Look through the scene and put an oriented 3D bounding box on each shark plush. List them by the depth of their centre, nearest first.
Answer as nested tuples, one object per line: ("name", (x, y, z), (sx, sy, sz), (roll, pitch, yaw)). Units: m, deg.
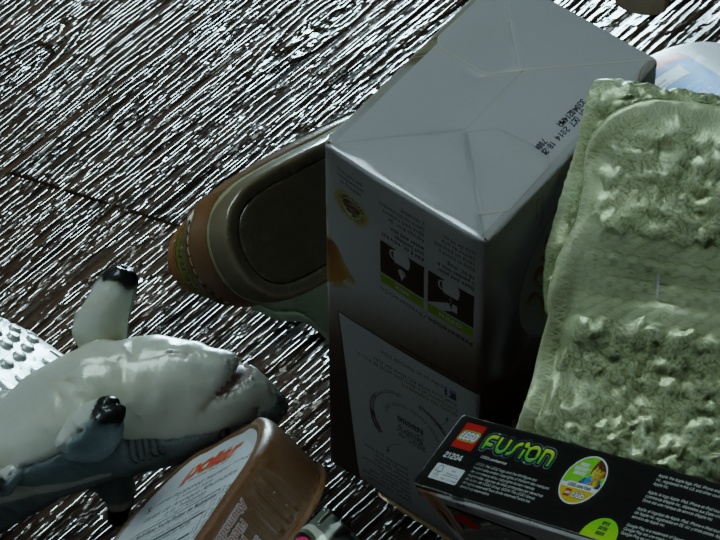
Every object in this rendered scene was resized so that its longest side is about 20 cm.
("shark plush", (-0.127, 0.093, 1.309), (0.200, 0.083, 0.091), (-43, 32, 21))

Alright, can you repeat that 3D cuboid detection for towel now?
("towel", (0.162, 0.017, 1.049), (0.199, 0.149, 0.036), (10, 1, 7))

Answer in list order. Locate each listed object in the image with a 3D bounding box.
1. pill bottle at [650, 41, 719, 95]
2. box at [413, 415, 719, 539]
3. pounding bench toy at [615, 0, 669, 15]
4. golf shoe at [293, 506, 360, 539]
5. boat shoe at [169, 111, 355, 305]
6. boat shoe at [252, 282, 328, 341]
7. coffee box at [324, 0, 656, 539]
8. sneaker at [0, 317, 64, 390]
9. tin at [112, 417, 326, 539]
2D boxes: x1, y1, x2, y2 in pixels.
("pill bottle", (0.170, -0.015, 1.172), (0.112, 0.113, 0.200), (-32, 25, -6))
("box", (0.116, 0.112, 1.013), (0.200, 0.110, 0.035), (13, 59, 51))
("pounding bench toy", (0.194, -0.222, 1.460), (0.199, 0.156, 0.124), (-17, 29, 21))
("golf shoe", (0.012, 0.163, 1.087), (0.088, 0.077, 0.200), (-49, 24, -4))
("boat shoe", (0.006, -0.040, 1.263), (0.199, 0.072, 0.068), (-18, 4, -32))
("boat shoe", (0.000, 0.000, 1.355), (0.060, 0.072, 0.201), (-32, 31, -20))
("coffee box", (0.049, 0.001, 1.158), (0.080, 0.201, 0.114), (31, 56, 23))
("sneaker", (-0.206, 0.083, 1.411), (0.076, 0.081, 0.200), (24, 27, 13))
("tin", (-0.083, 0.137, 1.200), (0.112, 0.042, 0.200), (-26, 21, 43))
